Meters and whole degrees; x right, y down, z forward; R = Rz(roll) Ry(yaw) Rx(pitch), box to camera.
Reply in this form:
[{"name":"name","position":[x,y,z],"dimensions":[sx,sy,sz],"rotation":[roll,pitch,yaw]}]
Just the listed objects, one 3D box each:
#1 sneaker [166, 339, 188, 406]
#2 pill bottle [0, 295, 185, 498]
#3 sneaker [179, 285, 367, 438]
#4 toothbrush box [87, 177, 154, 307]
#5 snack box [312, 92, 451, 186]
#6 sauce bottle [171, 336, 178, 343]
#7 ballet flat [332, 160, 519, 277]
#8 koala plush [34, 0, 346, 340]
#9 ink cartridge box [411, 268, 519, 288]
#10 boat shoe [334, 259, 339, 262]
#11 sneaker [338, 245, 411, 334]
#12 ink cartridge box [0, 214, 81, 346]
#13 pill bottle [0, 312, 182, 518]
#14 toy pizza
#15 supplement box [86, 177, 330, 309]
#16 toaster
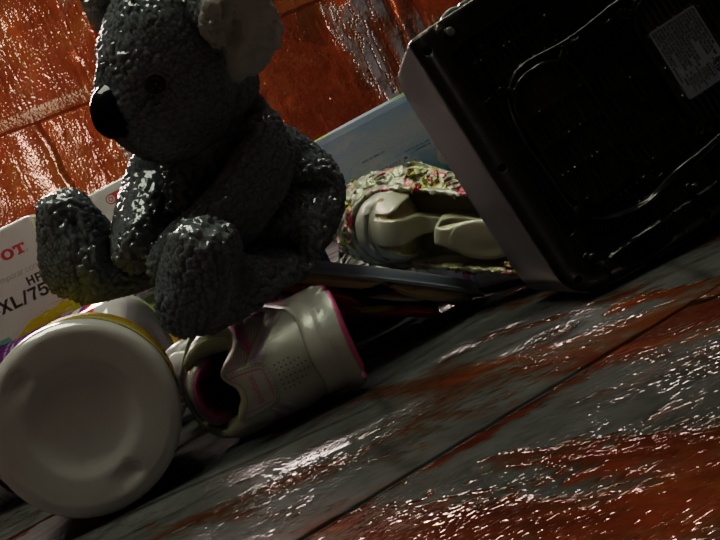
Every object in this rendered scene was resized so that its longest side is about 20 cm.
[{"name":"sneaker","position":[-0.102,0.044,1.256],"dimensions":[0.074,0.082,0.200],"rotation":[-26,-1,18]},{"name":"pill bottle","position":[-0.240,0.103,1.306],"dimensions":[0.199,0.113,0.112],"rotation":[-24,3,14]},{"name":"sneaker","position":[-0.076,0.058,1.053],"dimensions":[0.088,0.082,0.200],"rotation":[-25,2,-23]},{"name":"toothbrush box","position":[-0.116,-0.037,1.354],"dimensions":[0.145,0.086,0.200],"rotation":[-27,-8,0]},{"name":"snack box","position":[0.057,-0.104,1.233],"dimensions":[0.168,0.068,0.200],"rotation":[-24,3,35]},{"name":"sauce bottle","position":[-0.102,0.054,1.435],"dimensions":[0.199,0.065,0.065],"rotation":[-26,3,29]},{"name":"ballet flat","position":[0.052,-0.030,1.100],"dimensions":[0.199,0.076,0.064],"rotation":[1,13,32]},{"name":"koala plush","position":[-0.104,-0.093,1.032],"dimensions":[0.177,0.201,0.183],"rotation":[12,32,45]},{"name":"ink cartridge box","position":[0.126,-0.052,1.223],"dimensions":[0.144,0.085,0.200],"rotation":[-27,5,-21]},{"name":"boat shoe","position":[0.051,-0.026,1.496],"dimensions":[0.199,0.072,0.062],"rotation":[-27,4,30]},{"name":"sneaker","position":[0.000,0.000,1.364],"dimensions":[0.074,0.082,0.200],"rotation":[-25,3,11]},{"name":"ink cartridge box","position":[-0.297,0.071,1.461],"dimensions":[0.146,0.201,0.146],"rotation":[-26,3,-3]},{"name":"pill bottle","position":[-0.168,0.083,1.055],"dimensions":[0.114,0.115,0.200],"rotation":[-26,4,-6]},{"name":"toy pizza","position":[-0.015,0.013,1.161],"dimensions":[0.199,0.032,0.200],"rotation":[7,-2,0]},{"name":"supplement box","position":[-0.139,-0.010,1.564],"dimensions":[0.199,0.135,0.200],"rotation":[-25,-21,0]},{"name":"toaster","position":[0.144,-0.093,0.973],"dimensions":[0.180,0.200,0.119],"rotation":[-34,2,-7]}]
